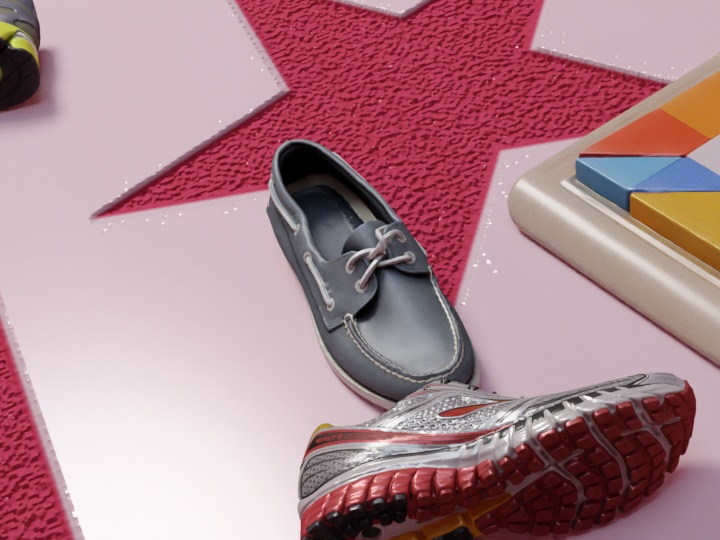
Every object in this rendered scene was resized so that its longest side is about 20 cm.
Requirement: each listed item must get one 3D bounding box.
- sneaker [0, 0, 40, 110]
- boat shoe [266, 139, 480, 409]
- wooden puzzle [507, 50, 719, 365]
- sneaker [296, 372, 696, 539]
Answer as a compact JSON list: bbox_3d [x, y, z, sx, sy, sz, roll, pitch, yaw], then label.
[{"bbox_3d":[-0.306,-0.149,1.178,0.199,0.074,0.081,2,39,5],"label":"sneaker"},{"bbox_3d":[0.000,0.000,0.949,0.073,0.062,0.200,-24,45,-11],"label":"boat shoe"},{"bbox_3d":[0.210,-0.052,0.969,0.200,0.037,0.185,-35,48,-21],"label":"wooden puzzle"},{"bbox_3d":[0.063,0.081,0.841,0.199,0.078,0.082,-13,42,0],"label":"sneaker"}]
